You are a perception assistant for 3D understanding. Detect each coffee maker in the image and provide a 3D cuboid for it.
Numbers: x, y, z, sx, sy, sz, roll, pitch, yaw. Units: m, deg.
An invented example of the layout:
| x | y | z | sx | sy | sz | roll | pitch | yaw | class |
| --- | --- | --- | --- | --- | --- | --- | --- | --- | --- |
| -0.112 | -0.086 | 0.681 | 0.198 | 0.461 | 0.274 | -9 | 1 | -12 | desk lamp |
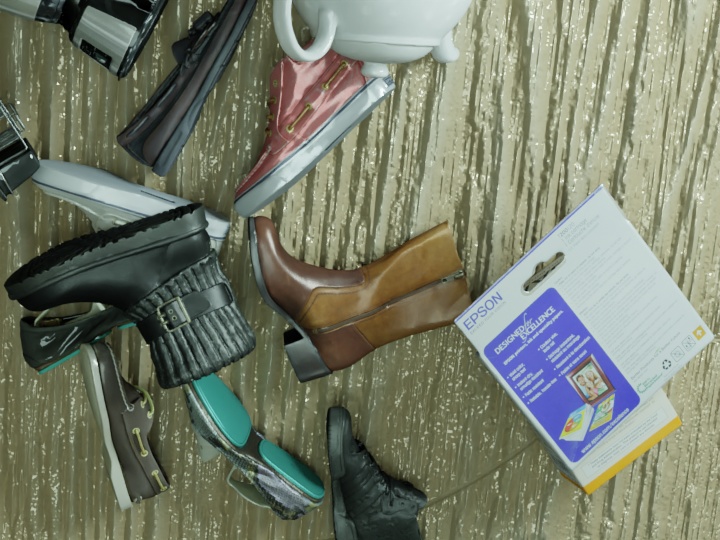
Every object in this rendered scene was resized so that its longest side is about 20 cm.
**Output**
| x | y | z | sx | sy | sz | roll | pitch | yaw | class |
| --- | --- | --- | --- | --- | --- | --- | --- | --- | --- |
| -0.259 | -0.301 | 1.448 | 0.198 | 0.135 | 0.194 | 25 | 102 | -10 | coffee maker |

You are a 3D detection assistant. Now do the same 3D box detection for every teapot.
| x | y | z | sx | sy | sz | roll | pitch | yaw | class |
| --- | --- | --- | --- | --- | --- | --- | --- | --- | --- |
| 0.014 | -0.248 | 1.443 | 0.197 | 0.197 | 0.148 | 4 | 99 | -8 | teapot |

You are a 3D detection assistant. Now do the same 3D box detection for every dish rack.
| x | y | z | sx | sy | sz | roll | pitch | yaw | class |
| --- | --- | --- | --- | --- | --- | --- | --- | --- | --- |
| -0.363 | -0.169 | 1.474 | 0.054 | 0.153 | 0.201 | -32 | 105 | -8 | dish rack |

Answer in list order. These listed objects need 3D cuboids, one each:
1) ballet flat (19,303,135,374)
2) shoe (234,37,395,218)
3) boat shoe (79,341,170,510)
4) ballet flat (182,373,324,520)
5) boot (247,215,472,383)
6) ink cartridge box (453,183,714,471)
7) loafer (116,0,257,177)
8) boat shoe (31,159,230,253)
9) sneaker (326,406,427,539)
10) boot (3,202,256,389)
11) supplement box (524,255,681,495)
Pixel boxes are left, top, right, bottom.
| x | y | z | sx | sy | sz | roll | pitch | yaw | class |
| --- | --- | --- | --- | --- | --- | --- | --- | --- | --- |
| -0.250 | 0.037 | 1.579 | 0.198 | 0.068 | 0.069 | -23 | 97 | 3 | ballet flat |
| -0.066 | -0.146 | 1.539 | 0.200 | 0.071 | 0.091 | -42 | 89 | 14 | shoe |
| -0.235 | 0.150 | 1.594 | 0.059 | 0.072 | 0.202 | -16 | 123 | -13 | boat shoe |
| -0.125 | 0.184 | 1.626 | 0.072 | 0.072 | 0.200 | -43 | 102 | 9 | ballet flat |
| 0.000 | 0.000 | 1.580 | 0.198 | 0.069 | 0.190 | -22 | 105 | 2 | boot |
| 0.212 | 0.053 | 1.536 | 0.198 | 0.043 | 0.201 | -41 | 107 | -6 | ink cartridge box |
| -0.166 | -0.187 | 1.520 | 0.063 | 0.072 | 0.201 | 28 | 105 | -6 | loafer |
| -0.229 | -0.049 | 1.556 | 0.198 | 0.071 | 0.071 | 18 | 101 | -15 | boat shoe |
| 0.021 | 0.229 | 1.651 | 0.103 | 0.060 | 0.202 | -4 | 111 | -1 | sneaker |
| -0.215 | 0.041 | 1.504 | 0.209 | 0.079 | 0.160 | -17 | 105 | -2 | boot |
| 0.215 | 0.104 | 1.606 | 0.125 | 0.073 | 0.201 | -34 | 105 | -7 | supplement box |
